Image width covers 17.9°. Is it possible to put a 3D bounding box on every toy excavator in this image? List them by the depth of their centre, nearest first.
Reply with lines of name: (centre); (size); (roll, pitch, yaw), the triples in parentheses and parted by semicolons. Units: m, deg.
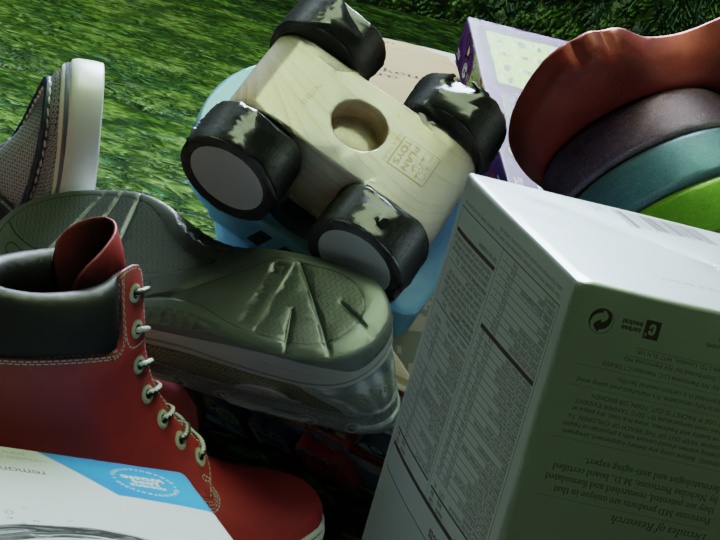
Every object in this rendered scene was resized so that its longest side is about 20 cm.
toy excavator: (0.000, 0.000, 1.034); (0.194, 0.200, 0.100); (34, 57, 0)

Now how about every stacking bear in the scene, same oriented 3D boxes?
stacking bear: (0.149, 0.007, 0.967); (0.121, 0.114, 0.201); (-10, 64, -29)

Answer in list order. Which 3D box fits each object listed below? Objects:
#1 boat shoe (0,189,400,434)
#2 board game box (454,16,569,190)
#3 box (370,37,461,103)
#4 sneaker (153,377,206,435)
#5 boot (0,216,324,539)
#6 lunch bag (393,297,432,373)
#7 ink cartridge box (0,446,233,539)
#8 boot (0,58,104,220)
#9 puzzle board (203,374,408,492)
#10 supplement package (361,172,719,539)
boat shoe: (-0.075, 0.020, 0.972); (0.201, 0.065, 0.075); (13, 49, 24)
board game box: (0.116, -0.053, 1.123); (0.119, 0.032, 0.200); (9, 34, -12)
box: (0.000, -0.064, 1.169); (0.094, 0.078, 0.200); (12, 17, 1)
sneaker: (-0.169, 0.057, 0.999); (0.199, 0.074, 0.087); (16, 31, -1)
boot: (-0.080, 0.054, 0.900); (0.199, 0.145, 0.072); (6, 14, -43)
lunch bag: (0.037, 0.035, 1.218); (0.163, 0.118, 0.200); (9, 19, -20)
ink cartridge box: (-0.088, 0.126, 0.747); (0.115, 0.068, 0.200); (10, 14, -25)
boot: (-0.178, -0.024, 1.067); (0.090, 0.200, 0.073); (9, 45, -13)
puzzle board: (-0.027, 0.063, 1.059); (0.199, 0.017, 0.151); (23, -21, 29)
supplement package: (0.096, 0.092, 0.824); (0.151, 0.201, 0.151); (13, 13, -15)
